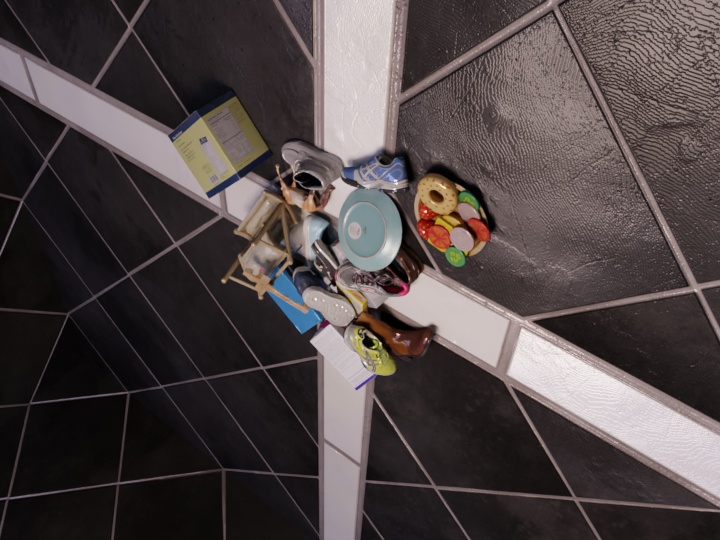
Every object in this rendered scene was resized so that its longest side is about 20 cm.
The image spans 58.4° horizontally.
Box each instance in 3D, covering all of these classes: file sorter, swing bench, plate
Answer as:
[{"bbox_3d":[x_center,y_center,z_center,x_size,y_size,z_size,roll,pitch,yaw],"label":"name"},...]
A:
[{"bbox_3d":[-0.171,0.054,1.887,0.201,0.123,0.138,51,144,-4],"label":"file sorter"},{"bbox_3d":[-0.268,-0.071,1.759,0.128,0.204,0.199,25,137,-23],"label":"swing bench"},{"bbox_3d":[0.015,-0.099,1.572,0.196,0.025,0.206,7,102,36],"label":"plate"}]

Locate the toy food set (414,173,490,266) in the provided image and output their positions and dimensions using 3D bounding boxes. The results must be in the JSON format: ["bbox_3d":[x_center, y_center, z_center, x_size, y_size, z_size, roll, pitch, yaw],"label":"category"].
[{"bbox_3d":[0.199,-0.111,1.428,0.196,0.049,0.202,36,142,15],"label":"toy food set"}]

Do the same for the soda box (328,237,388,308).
[{"bbox_3d":[0.000,0.000,1.701,0.202,0.063,0.068,56,164,-12],"label":"soda box"}]

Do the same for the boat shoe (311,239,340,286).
[{"bbox_3d":[-0.091,-0.015,1.723,0.075,0.059,0.200,63,-172,29],"label":"boat shoe"}]

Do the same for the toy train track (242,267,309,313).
[{"bbox_3d":[-0.217,0.046,1.692,0.198,0.033,0.115,34,151,-9],"label":"toy train track"}]

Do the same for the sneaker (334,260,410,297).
[{"bbox_3d":[0.032,0.020,1.626,0.194,0.075,0.083,7,100,-1],"label":"sneaker"}]

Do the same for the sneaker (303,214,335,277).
[{"bbox_3d":[-0.103,-0.055,1.764,0.080,0.074,0.203,16,138,29],"label":"sneaker"}]

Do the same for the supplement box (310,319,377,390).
[{"bbox_3d":[-0.034,0.224,1.854,0.200,0.102,0.103,45,124,-6],"label":"supplement box"}]

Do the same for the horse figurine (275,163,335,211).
[{"bbox_3d":[-0.153,-0.206,1.695,0.197,0.050,0.135,23,136,30],"label":"horse figurine"}]

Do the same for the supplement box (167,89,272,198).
[{"bbox_3d":[-0.379,-0.336,1.735,0.198,0.134,0.202,-15,112,50],"label":"supplement box"}]

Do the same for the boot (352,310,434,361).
[{"bbox_3d":[0.087,0.157,1.737,0.198,0.069,0.188,34,157,-8],"label":"boot"}]

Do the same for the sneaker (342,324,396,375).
[{"bbox_3d":[0.035,0.224,1.753,0.199,0.077,0.076,42,154,-28],"label":"sneaker"}]

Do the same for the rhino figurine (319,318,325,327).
[{"bbox_3d":[-0.045,0.202,1.947,0.196,0.060,0.089,8,127,33],"label":"rhino figurine"}]

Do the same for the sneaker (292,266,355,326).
[{"bbox_3d":[-0.104,0.058,1.764,0.199,0.081,0.147,34,-163,-41],"label":"sneaker"}]

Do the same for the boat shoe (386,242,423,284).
[{"bbox_3d":[0.070,-0.050,1.596,0.199,0.070,0.071,43,142,9],"label":"boat shoe"}]

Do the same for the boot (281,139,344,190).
[{"bbox_3d":[-0.141,-0.260,1.596,0.197,0.095,0.075,21,137,31],"label":"boot"}]

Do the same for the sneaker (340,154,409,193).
[{"bbox_3d":[0.034,-0.228,1.485,0.196,0.075,0.079,12,109,38],"label":"sneaker"}]

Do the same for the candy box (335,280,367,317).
[{"bbox_3d":[-0.022,0.091,1.794,0.102,0.026,0.201,43,164,17],"label":"candy box"}]
